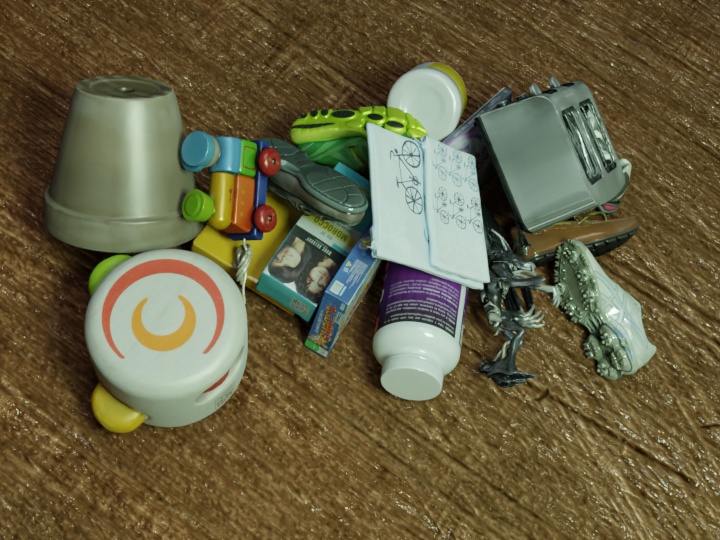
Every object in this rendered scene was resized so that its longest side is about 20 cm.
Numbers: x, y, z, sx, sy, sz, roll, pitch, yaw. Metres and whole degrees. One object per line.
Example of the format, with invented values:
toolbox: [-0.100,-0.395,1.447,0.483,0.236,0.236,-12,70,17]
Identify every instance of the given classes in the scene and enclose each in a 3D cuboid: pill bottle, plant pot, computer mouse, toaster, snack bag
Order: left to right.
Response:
plant pot: [-0.287,-0.139,1.291,0.198,0.175,0.200,5,22,-2]
pill bottle: [0.077,0.059,1.350,0.112,0.113,0.201,16,54,-5]
snack bag: [0.084,-0.085,1.325,0.199,0.021,0.190,16,62,-39]
pill bottle: [0.099,-0.243,1.515,0.104,0.105,0.200,26,17,2]
computer mouse: [0.192,-0.018,1.480,0.058,0.034,0.201,-17,66,-27]
toaster: [0.257,-0.150,1.420,0.181,0.118,0.201,-28,96,-58]

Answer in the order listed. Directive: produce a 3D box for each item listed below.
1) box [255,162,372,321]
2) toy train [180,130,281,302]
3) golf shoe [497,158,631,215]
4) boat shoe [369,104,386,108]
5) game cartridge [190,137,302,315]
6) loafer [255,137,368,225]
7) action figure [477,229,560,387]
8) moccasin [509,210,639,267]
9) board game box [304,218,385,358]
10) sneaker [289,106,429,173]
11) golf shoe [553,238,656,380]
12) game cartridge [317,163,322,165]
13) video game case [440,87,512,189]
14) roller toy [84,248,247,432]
box: [-0.047,-0.039,1.351,0.082,0.049,0.201,32,59,0]
toy train: [-0.167,-0.064,1.275,0.115,0.084,0.202,10,82,-52]
golf shoe: [0.300,-0.138,1.557,0.198,0.088,0.078,1,49,-15]
boat shoe: [0.040,-0.176,1.510,0.071,0.065,0.201,9,45,-15]
game cartridge: [-0.098,-0.056,1.390,0.176,0.032,0.201,32,61,0]
loafer: [-0.065,-0.100,1.326,0.071,0.063,0.200,-15,39,-40]
action figure: [0.204,0.048,1.385,0.101,0.119,0.202,4,72,0]
moccasin: [0.308,-0.056,1.523,0.200,0.074,0.078,-13,69,-12]
board game box: [0.000,0.000,1.353,0.034,0.136,0.201,29,55,4]
sneaker: [0.003,-0.172,1.433,0.198,0.084,0.074,7,48,22]
golf shoe: [0.336,0.047,1.455,0.097,0.078,0.201,-16,80,-33]
game cartridge: [-0.085,-0.101,1.459,0.199,0.039,0.130,-18,60,-25]
video game case: [0.148,-0.151,1.491,0.019,0.144,0.200,30,53,25]
roller toy: [-0.222,0.084,1.231,0.181,0.140,0.202,-2,64,-7]
